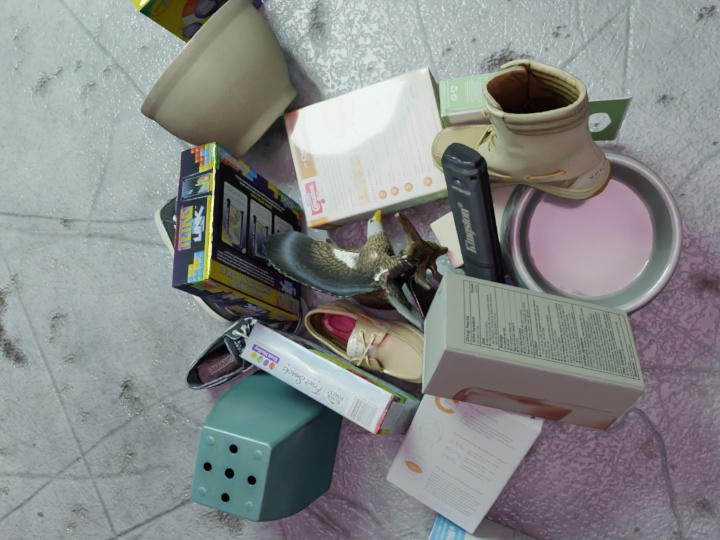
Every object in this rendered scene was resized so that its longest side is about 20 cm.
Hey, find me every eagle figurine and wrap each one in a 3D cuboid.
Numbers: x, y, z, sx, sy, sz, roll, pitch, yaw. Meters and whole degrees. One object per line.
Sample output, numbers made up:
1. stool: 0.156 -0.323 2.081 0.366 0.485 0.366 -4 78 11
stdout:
1. eagle figurine: 0.002 -0.005 0.774 0.198 0.151 0.153 -14 116 28

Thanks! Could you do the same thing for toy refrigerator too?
1. toy refrigerator: 0.189 -0.081 0.784 0.199 0.076 0.070 -31 83 14

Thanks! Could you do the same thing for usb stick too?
1. usb stick: 0.124 -0.048 0.688 0.033 0.201 0.055 -37 47 -16

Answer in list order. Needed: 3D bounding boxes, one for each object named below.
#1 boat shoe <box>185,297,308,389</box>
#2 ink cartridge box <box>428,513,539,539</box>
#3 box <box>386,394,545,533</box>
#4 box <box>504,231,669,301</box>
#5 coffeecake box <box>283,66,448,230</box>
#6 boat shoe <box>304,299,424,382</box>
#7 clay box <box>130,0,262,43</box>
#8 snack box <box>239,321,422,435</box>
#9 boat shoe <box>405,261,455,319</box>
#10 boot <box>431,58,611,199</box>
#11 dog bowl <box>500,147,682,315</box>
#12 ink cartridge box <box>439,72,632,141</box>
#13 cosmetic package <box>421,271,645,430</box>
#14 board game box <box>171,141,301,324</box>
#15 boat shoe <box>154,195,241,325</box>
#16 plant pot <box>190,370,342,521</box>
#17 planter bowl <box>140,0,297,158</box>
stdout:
1. boat shoe: -0.160 0.102 0.883 0.199 0.068 0.072 -33 82 12
2. ink cartridge box: 0.167 0.395 0.768 0.198 0.125 0.130 17 95 15
3. box: 0.127 0.188 0.749 0.124 0.097 0.201 28 128 13
4. box: 0.255 0.014 0.769 0.198 0.070 0.065 -19 86 14
5. coffeecake box: 0.016 -0.152 0.830 0.198 0.073 0.155 -14 86 15
6. boat shoe: 0.007 0.092 0.800 0.199 0.069 0.075 19 107 41
7. clay box: -0.218 -0.362 0.827 0.115 0.200 0.048 -40 81 12
8. snack box: -0.032 0.136 0.792 0.198 0.142 0.053 25 85 24
9. boat shoe: 0.117 0.074 0.800 0.200 0.068 0.074 53 135 4
10. boot: 0.139 -0.141 0.635 0.199 0.155 0.073 20 79 34
11. dog bowl: 0.253 -0.037 0.700 0.197 0.059 0.203 0 92 14
12. ink cartridge box: 0.199 -0.185 0.743 0.197 0.145 0.049 -4 82 15
13. cosmetic package: 0.168 0.083 0.649 0.198 0.104 0.088 13 137 -4
14. board game box: -0.144 -0.037 0.789 0.056 0.200 0.167 -8 70 23
15. boat shoe: -0.218 -0.018 0.896 0.067 0.072 0.201 -32 81 17
16. plant pot: -0.122 0.227 0.807 0.140 0.200 0.143 11 94 15
17. planter bowl: -0.168 -0.235 0.834 0.135 0.201 0.200 41 102 -17
